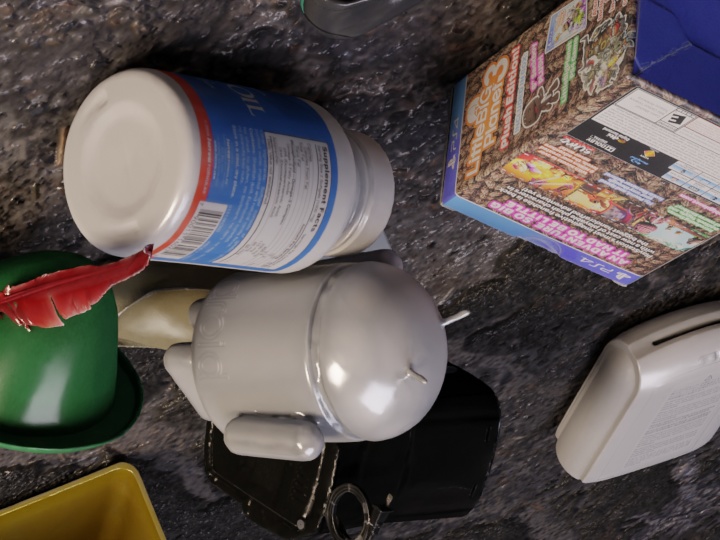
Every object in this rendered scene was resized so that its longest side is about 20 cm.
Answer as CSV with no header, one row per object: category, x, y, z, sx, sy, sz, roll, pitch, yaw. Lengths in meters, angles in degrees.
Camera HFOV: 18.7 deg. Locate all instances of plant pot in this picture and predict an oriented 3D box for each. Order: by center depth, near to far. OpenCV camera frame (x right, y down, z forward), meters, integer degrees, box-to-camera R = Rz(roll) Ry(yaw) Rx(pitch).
plant pot,-0.239,0.296,1.720,0.199,0.201,0.177,-21,164,-17

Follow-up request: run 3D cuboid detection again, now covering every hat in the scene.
hat,-0.183,-0.005,1.294,0.166,0.199,0.177,-33,146,-57

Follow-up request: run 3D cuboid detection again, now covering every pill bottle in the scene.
pill bottle,-0.074,-0.056,1.332,0.200,0.113,0.112,6,137,-50

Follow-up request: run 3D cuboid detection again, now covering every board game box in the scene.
board game box,0.174,-0.092,1.405,0.159,0.097,0.200,23,147,-26

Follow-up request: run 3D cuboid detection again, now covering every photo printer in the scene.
photo printer,0.281,0.105,2.011,0.166,0.070,0.200,-15,150,-26

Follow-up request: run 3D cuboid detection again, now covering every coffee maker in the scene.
coffee maker,0.009,0.145,1.676,0.199,0.192,0.135,-2,135,-45

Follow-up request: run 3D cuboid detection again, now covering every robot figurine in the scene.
robot figurine,-0.028,0.054,1.397,0.199,0.170,0.113,-5,137,33

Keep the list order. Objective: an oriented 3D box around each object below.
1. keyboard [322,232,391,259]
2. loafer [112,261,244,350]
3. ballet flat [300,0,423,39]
keyboard,0.000,0.000,1.621,0.056,0.011,0.200,-33,154,-4
loafer,-0.104,0.030,1.500,0.199,0.068,0.076,-2,143,-43
ballet flat,0.051,-0.200,1.254,0.199,0.073,0.073,-29,154,4
